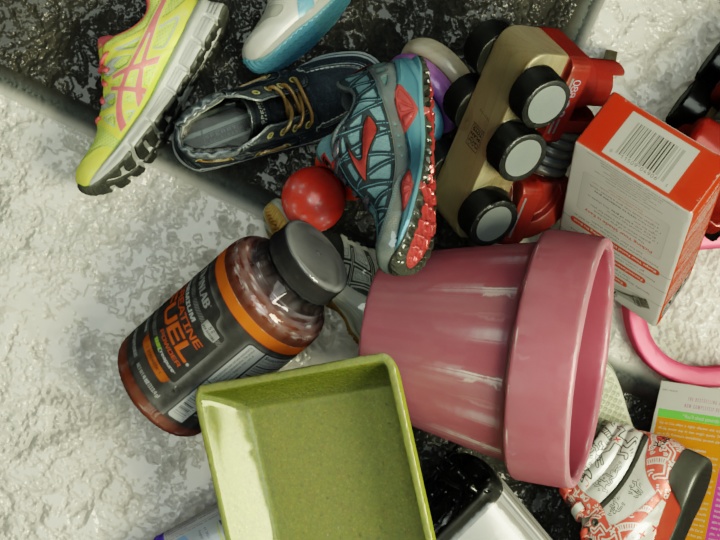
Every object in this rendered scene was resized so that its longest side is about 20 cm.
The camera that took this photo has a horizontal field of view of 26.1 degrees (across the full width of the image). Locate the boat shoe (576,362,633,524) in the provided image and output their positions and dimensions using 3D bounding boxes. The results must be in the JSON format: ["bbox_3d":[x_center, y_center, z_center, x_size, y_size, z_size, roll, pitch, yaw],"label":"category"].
[{"bbox_3d":[0.212,0.164,1.378,0.074,0.062,0.202,-20,107,-10],"label":"boat shoe"}]

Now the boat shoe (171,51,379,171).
[{"bbox_3d":[-0.067,-0.136,1.330,0.199,0.091,0.071,-23,93,-5],"label":"boat shoe"}]

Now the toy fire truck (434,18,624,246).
[{"bbox_3d":[0.161,-0.123,1.320,0.198,0.129,0.177,-2,127,-34],"label":"toy fire truck"}]

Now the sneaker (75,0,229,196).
[{"bbox_3d":[-0.196,-0.158,1.332,0.090,0.078,0.201,30,82,3],"label":"sneaker"}]

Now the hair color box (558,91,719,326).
[{"bbox_3d":[0.228,-0.047,1.284,0.110,0.201,0.064,34,67,17],"label":"hair color box"}]

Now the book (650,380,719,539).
[{"bbox_3d":[0.297,0.202,1.310,0.048,0.133,0.202,24,77,-40],"label":"book"}]

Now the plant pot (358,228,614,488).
[{"bbox_3d":[0.100,0.062,1.243,0.177,0.200,0.202,7,90,16],"label":"plant pot"}]

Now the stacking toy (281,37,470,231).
[{"bbox_3d":[0.008,-0.108,1.316,0.200,0.085,0.086,-43,95,-21],"label":"stacking toy"}]

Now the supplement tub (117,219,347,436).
[{"bbox_3d":[-0.103,0.044,1.284,0.200,0.107,0.107,-40,94,25],"label":"supplement tub"}]

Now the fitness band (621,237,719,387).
[{"bbox_3d":[0.333,0.032,1.401,0.198,0.037,0.145,-4,88,-6],"label":"fitness band"}]

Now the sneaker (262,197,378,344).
[{"bbox_3d":[0.000,0.000,1.354,0.088,0.076,0.200,-45,104,-10],"label":"sneaker"}]

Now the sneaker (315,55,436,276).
[{"bbox_3d":[0.012,-0.078,1.230,0.094,0.080,0.202,-4,54,8],"label":"sneaker"}]

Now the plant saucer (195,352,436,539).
[{"bbox_3d":[-0.023,0.172,1.217,0.198,0.048,0.202,-12,91,34],"label":"plant saucer"}]

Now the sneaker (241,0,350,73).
[{"bbox_3d":[-0.045,-0.259,1.346,0.080,0.077,0.201,36,81,4],"label":"sneaker"}]

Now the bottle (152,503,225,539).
[{"bbox_3d":[-0.086,0.229,1.345,0.199,0.065,0.084,-27,92,-5],"label":"bottle"}]

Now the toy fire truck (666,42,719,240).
[{"bbox_3d":[0.338,-0.121,1.293,0.128,0.200,0.177,36,78,1],"label":"toy fire truck"}]

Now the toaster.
[{"bbox_3d":[0.076,0.250,1.307,0.200,0.181,0.119,-43,97,-3],"label":"toaster"}]

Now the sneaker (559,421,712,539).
[{"bbox_3d":[0.207,0.228,1.300,0.107,0.067,0.203,24,87,30],"label":"sneaker"}]
